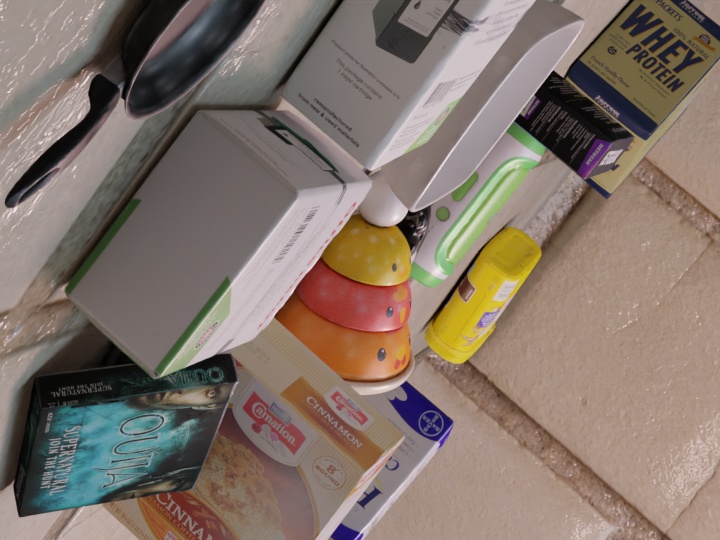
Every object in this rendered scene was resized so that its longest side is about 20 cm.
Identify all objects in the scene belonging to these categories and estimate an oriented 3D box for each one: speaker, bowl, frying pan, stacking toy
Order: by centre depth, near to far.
[{"bbox_3d":[-0.106,-0.096,0.985,0.190,0.031,0.115,-46,172,-8],"label":"frying pan"},{"bbox_3d":[0.094,-0.155,1.722,0.200,0.074,0.200,-54,173,22],"label":"bowl"},{"bbox_3d":[0.000,0.000,1.841,0.146,0.145,0.202,-38,148,-57],"label":"stacking toy"},{"bbox_3d":[0.111,-0.081,2.144,0.201,0.088,0.088,-52,172,11],"label":"speaker"}]

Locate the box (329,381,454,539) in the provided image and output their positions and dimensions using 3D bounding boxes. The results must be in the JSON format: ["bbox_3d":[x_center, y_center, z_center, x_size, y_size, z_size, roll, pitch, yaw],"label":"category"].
[{"bbox_3d":[-0.022,0.203,2.350,0.200,0.184,0.105,-49,174,-13],"label":"box"}]

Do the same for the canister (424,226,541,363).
[{"bbox_3d":[0.201,0.038,3.252,0.148,0.086,0.201,-41,166,-53],"label":"canister"}]

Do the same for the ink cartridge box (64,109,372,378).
[{"bbox_3d":[-0.084,-0.022,1.267,0.146,0.084,0.200,-51,173,11],"label":"ink cartridge box"}]

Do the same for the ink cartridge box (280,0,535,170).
[{"bbox_3d":[0.053,-0.177,1.330,0.201,0.084,0.145,-53,173,20],"label":"ink cartridge box"}]

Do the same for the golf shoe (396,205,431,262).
[{"bbox_3d":[0.008,0.006,1.987,0.200,0.078,0.094,-51,173,9],"label":"golf shoe"}]

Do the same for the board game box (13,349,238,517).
[{"bbox_3d":[-0.166,0.115,1.389,0.134,0.028,0.200,-7,155,-17],"label":"board game box"}]

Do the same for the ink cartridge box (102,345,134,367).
[{"bbox_3d":[-0.144,0.069,1.517,0.174,0.043,0.200,-43,169,-49],"label":"ink cartridge box"}]

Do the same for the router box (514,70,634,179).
[{"bbox_3d":[0.195,-0.160,2.010,0.051,0.149,0.200,-52,172,13],"label":"router box"}]

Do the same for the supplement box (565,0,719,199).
[{"bbox_3d":[0.358,-0.240,2.634,0.200,0.134,0.200,-47,172,-24],"label":"supplement box"}]

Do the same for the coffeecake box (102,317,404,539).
[{"bbox_3d":[-0.084,0.153,1.527,0.201,0.153,0.073,-55,169,33],"label":"coffeecake box"}]
